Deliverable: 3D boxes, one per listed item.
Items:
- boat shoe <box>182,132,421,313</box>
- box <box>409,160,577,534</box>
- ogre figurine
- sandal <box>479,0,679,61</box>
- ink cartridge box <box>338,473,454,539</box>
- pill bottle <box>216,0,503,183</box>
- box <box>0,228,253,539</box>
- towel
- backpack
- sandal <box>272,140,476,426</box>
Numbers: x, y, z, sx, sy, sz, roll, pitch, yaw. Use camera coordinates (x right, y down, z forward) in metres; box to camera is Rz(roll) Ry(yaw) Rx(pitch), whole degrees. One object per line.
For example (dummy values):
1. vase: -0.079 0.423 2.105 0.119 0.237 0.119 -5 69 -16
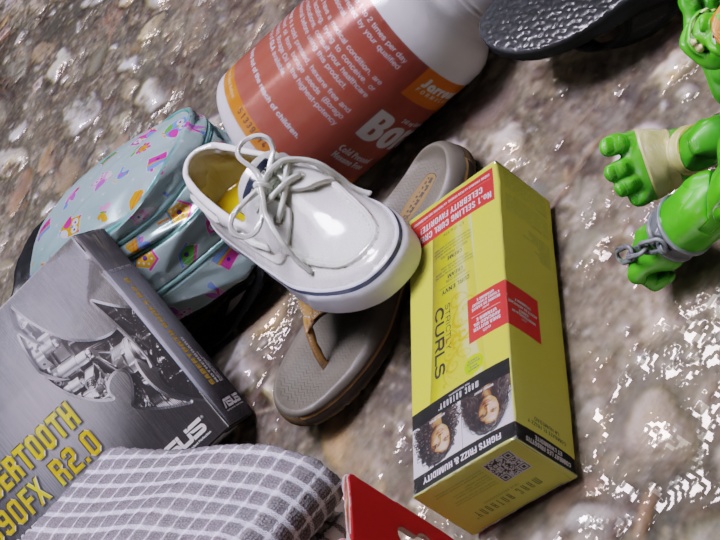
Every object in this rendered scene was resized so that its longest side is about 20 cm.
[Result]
1. boat shoe: -0.047 -0.041 1.050 0.075 0.086 0.202 -50 36 -8
2. box: 0.068 0.038 0.958 0.075 0.050 0.201 -34 36 32
3. ogre figurine: 0.194 -0.095 0.883 0.200 0.098 0.120 -49 10 -20
4. sandal: 0.163 -0.162 1.037 0.199 0.048 0.076 -19 43 26
5. ink cartridge box: 0.012 0.206 0.808 0.067 0.116 0.201 -35 35 28
6. pill bottle: 0.010 -0.142 1.150 0.200 0.112 0.113 -40 34 23
7. box: -0.192 0.097 1.155 0.200 0.159 0.048 -41 -4 18
8. towel: -0.120 0.169 0.978 0.199 0.086 0.166 -1 34 39
9. backpack: -0.146 -0.017 1.227 0.199 0.126 0.168 -29 36 30
10. sandal: 0.000 0.000 1.081 0.201 0.054 0.082 -57 31 -5
